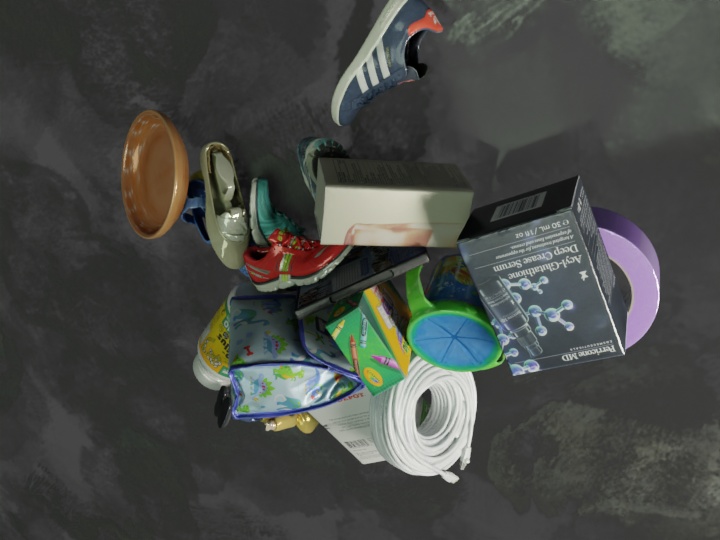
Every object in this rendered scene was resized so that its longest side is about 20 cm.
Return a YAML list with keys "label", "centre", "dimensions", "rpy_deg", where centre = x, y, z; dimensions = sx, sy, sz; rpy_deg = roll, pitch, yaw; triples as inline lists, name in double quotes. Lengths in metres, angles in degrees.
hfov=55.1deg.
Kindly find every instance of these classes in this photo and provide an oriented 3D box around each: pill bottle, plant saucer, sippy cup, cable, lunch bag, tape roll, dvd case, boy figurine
- label: "pill bottle"
  centre: [-0.217, 0.121, 1.207]
  dimensions: [0.112, 0.113, 0.200]
  rpy_deg: [40, 125, -1]
- label: "plant saucer"
  centre: [-0.327, -0.152, 1.104]
  dimensions: [0.198, 0.037, 0.204]
  rpy_deg: [2, 93, 48]
- label: "sippy cup"
  centre: [0.142, 0.052, 0.984]
  dimensions: [0.137, 0.132, 0.179]
  rpy_deg: [2, 137, 17]
- label: "cable"
  centre: [0.101, 0.213, 1.069]
  dimensions: [0.198, 0.203, 0.069]
  rpy_deg: [24, 167, -37]
- label: "lunch bag"
  centre: [-0.097, 0.119, 1.036]
  dimensions: [0.196, 0.171, 0.129]
  rpy_deg: [-1, 125, -8]
- label: "tape roll"
  centre: [0.302, 0.018, 0.944]
  dimensions: [0.197, 0.066, 0.203]
  rpy_deg: [11, 120, 19]
- label: "dvd case"
  centre: [0.000, 0.000, 0.980]
  dimensions: [0.197, 0.143, 0.018]
  rpy_deg: [-24, 108, 6]
- label: "boy figurine"
  centre: [-0.161, 0.250, 1.246]
  dimensions: [0.197, 0.124, 0.065]
  rpy_deg: [13, 107, -31]

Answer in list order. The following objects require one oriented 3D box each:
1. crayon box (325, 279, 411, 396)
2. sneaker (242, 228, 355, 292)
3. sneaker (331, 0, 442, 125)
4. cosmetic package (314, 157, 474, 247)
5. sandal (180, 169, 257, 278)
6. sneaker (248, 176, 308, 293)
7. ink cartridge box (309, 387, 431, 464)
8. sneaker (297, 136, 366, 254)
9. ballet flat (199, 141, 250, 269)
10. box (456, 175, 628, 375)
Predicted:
- label: "crayon box"
  centre: [0.020, 0.075, 0.987]
  dimensions: [0.058, 0.200, 0.120]
  rpy_deg: [-31, 102, 17]
- label: "sneaker"
  centre: [-0.098, -0.025, 1.016]
  dimensions: [0.198, 0.077, 0.086]
  rpy_deg: [-17, 113, 31]
- label: "sneaker"
  centre: [0.035, -0.258, 0.906]
  dimensions: [0.084, 0.075, 0.201]
  rpy_deg: [39, 125, 5]
- label: "cosmetic package"
  centre: [0.040, -0.091, 0.930]
  dimensions: [0.196, 0.104, 0.089]
  rpy_deg: [2, 121, -9]
- label: "sandal"
  centre: [-0.228, -0.063, 1.128]
  dimensions: [0.079, 0.087, 0.201]
  rpy_deg: [-33, 102, 32]
- label: "sneaker"
  centre: [-0.126, -0.060, 1.104]
  dimensions: [0.078, 0.078, 0.203]
  rpy_deg: [-14, 117, 9]
- label: "ink cartridge box"
  centre: [0.012, 0.225, 1.143]
  dimensions: [0.144, 0.085, 0.201]
  rpy_deg: [-18, 127, 31]
- label: "sneaker"
  centre: [-0.035, -0.116, 1.030]
  dimensions: [0.086, 0.077, 0.202]
  rpy_deg: [36, 154, 50]
- label: "ballet flat"
  centre: [-0.207, -0.104, 1.067]
  dimensions: [0.069, 0.069, 0.203]
  rpy_deg: [-16, 87, 30]
- label: "box"
  centre: [0.232, 0.010, 0.867]
  dimensions: [0.147, 0.107, 0.202]
  rpy_deg: [-17, 110, 30]
